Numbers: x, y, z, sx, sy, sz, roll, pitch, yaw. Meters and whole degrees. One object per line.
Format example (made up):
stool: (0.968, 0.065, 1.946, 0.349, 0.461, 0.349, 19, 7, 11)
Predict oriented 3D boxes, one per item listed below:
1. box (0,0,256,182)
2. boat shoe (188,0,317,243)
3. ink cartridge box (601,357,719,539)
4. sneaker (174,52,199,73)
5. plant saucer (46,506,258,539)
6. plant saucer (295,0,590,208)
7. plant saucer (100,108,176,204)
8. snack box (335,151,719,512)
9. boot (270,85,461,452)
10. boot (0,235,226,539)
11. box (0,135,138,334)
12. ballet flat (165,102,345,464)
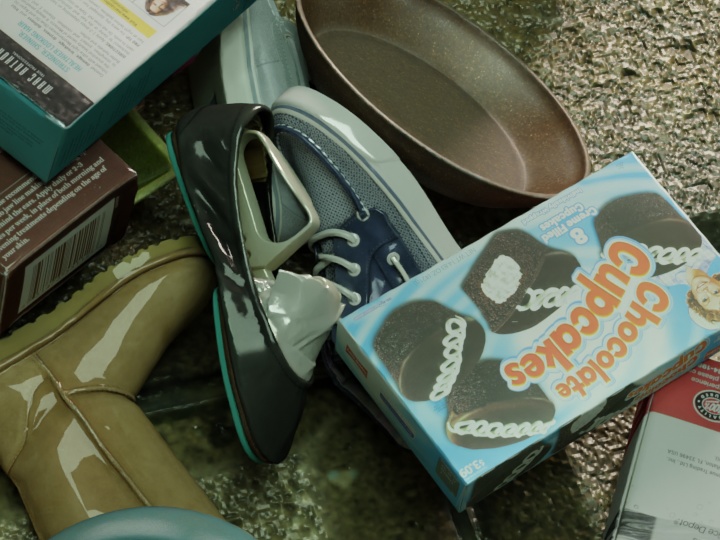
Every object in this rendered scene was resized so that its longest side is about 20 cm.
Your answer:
box: (-0.132, -0.137, 1.570, 0.082, 0.049, 0.200, 38, 51, 10)
boat shoe: (-0.053, -0.102, 1.687, 0.071, 0.070, 0.202, 0, 65, -22)
ink cartridge box: (0.199, 0.162, 1.565, 0.146, 0.083, 0.201, 18, 58, 1)
sneaker: (-0.142, -0.196, 1.705, 0.081, 0.088, 0.201, -26, 71, -3)
plant saucer: (-0.113, 0.213, 1.468, 0.199, 0.027, 0.201, -4, 72, 11)
plant saucer: (0.040, -0.097, 1.669, 0.200, 0.037, 0.201, 28, 27, -15)
plant saucer: (-0.237, -0.066, 1.638, 0.200, 0.048, 0.200, -33, 71, -25)
snack box: (0.100, 0.030, 1.563, 0.199, 0.037, 0.116, -30, 67, -21)
boot: (0.000, 0.000, 1.601, 0.090, 0.073, 0.200, -44, 99, -25)
boot: (-0.104, 0.102, 1.561, 0.175, 0.066, 0.200, -33, 69, -12)
box: (-0.225, -0.071, 1.573, 0.200, 0.075, 0.100, 44, 61, 13)
ballet flat: (-0.051, 0.000, 1.559, 0.068, 0.068, 0.201, -20, 75, 17)
